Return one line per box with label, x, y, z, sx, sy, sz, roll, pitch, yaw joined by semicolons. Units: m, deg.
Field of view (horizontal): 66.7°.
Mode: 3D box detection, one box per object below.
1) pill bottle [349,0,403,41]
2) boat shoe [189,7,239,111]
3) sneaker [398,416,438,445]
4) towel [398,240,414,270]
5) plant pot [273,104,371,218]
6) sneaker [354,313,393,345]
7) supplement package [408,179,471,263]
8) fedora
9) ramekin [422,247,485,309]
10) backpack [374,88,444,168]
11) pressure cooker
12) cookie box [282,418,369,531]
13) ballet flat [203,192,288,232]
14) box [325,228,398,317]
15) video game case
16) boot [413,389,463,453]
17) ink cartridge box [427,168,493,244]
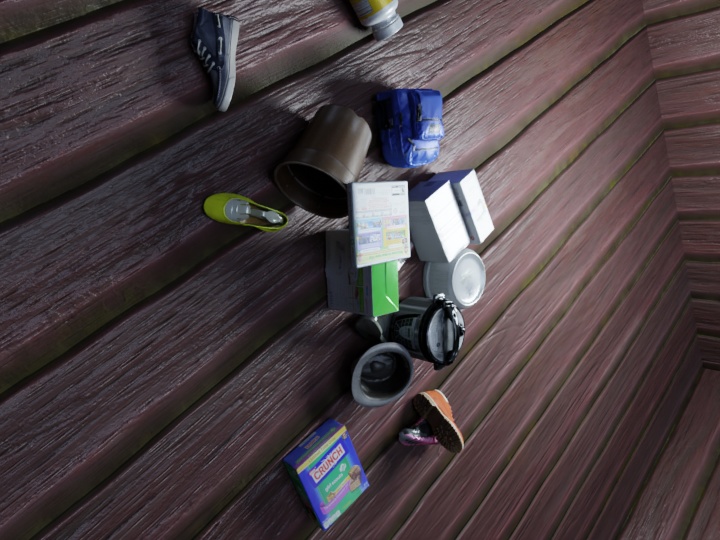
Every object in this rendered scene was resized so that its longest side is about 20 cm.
pill bottle;0.028;-0.691;1.374;0.112;0.110;0.201;-50;123;-26
boat shoe;-0.311;-0.439;1.137;0.091;0.074;0.205;8;81;-34
sneaker;0.186;0.471;1.637;0.198;0.078;0.097;13;61;-39
towel;0.069;-0.091;1.514;0.145;0.023;0.201;-53;125;-27
plant pot;-0.073;-0.261;1.280;0.200;0.198;0.201;41;60;-34
sneaker;0.039;0.121;1.443;0.201;0.073;0.108;68;36;-65
supplement package;0.211;-0.139;1.566;0.119;0.120;0.203;-39;118;-30
fedora;0.044;0.267;1.465;0.196;0.090;0.181;-9;107;-26
ramekin;0.291;0.022;1.658;0.197;0.104;0.205;-4;95;-41
backpack;0.135;-0.377;1.458;0.160;0.167;0.204;-11;104;-32
pressure cooker;0.197;0.164;1.526;0.180;0.198;0.177;-54;124;-22
cookie box;-0.085;0.516;1.393;0.170;0.075;0.203;-34;114;-33
ballet flat;-0.245;-0.128;1.211;0.198;0.066;0.068;12;86;-40
box;0.000;0.000;1.360;0.095;0.175;0.205;-8;98;-41
video game case;0.045;-0.110;1.253;0.198;0.022;0.186;-12;101;-48
boot;0.252;0.440;1.621;0.106;0.201;0.075;-2;139;-50
ink cartridge box;0.290;-0.186;1.614;0.084;0.143;0.202;-40;117;-30
